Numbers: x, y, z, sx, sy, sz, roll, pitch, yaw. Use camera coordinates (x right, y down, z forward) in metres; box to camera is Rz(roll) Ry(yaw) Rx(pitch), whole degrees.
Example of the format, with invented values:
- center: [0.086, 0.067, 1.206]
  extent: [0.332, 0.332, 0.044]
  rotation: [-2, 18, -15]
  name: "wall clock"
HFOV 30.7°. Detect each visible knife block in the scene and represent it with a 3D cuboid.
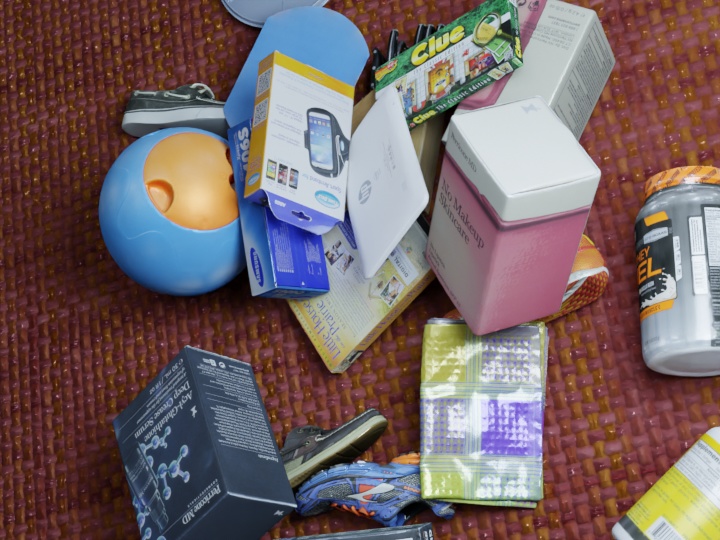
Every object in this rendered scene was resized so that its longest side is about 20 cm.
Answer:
- center: [0.072, -0.193, 1.582]
  extent: [0.175, 0.064, 0.201]
  rotation: [-40, 63, 6]
  name: "knife block"

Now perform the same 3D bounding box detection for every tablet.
- center: [0.020, -0.101, 1.463]
  extent: [0.130, 0.014, 0.201]
  rotation: [-53, 33, 33]
  name: "tablet"

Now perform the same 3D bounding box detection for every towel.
- center: [0.133, 0.151, 1.419]
  extent: [0.142, 0.023, 0.203]
  rotation: [5, 80, -8]
  name: "towel"

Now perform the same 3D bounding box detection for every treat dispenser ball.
- center: [-0.213, -0.070, 1.575]
  extent: [0.198, 0.201, 0.203]
  rotation: [-7, 70, 19]
  name: "treat dispenser ball"

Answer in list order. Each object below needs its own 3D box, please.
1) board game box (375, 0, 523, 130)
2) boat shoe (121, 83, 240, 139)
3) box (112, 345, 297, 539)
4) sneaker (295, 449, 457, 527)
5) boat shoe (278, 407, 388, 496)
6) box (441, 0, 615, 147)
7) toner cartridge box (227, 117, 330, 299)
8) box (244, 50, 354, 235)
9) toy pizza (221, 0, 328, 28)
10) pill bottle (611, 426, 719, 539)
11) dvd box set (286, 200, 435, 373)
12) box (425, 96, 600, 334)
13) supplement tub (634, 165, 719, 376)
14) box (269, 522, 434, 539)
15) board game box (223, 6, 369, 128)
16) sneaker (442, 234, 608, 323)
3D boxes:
- center: [0.097, -0.230, 1.490]
  extent: [0.199, 0.023, 0.106]
  rotation: [-28, 46, 33]
  name: "board game box"
- center: [-0.222, -0.211, 1.700]
  extent: [0.198, 0.071, 0.064]
  rotation: [3, 74, 24]
  name: "boat shoe"
- center: [-0.179, 0.216, 1.475]
  extent: [0.148, 0.106, 0.201]
  rotation: [-44, 49, 25]
  name: "box"
- center: [0.018, 0.250, 1.449]
  extent: [0.198, 0.075, 0.079]
  rotation: [-13, 71, 18]
  name: "sneaker"
- center: [-0.062, 0.207, 1.493]
  extent: [0.199, 0.073, 0.065]
  rotation: [-34, 69, 8]
  name: "boat shoe"
- center: [0.195, -0.196, 1.501]
  extent: [0.108, 0.128, 0.202]
  rotation: [23, 81, 27]
  name: "box"
- center: [-0.095, -0.070, 1.523]
  extent: [0.043, 0.094, 0.203]
  rotation: [-20, 74, 38]
  name: "toner cartridge box"
- center: [-0.069, -0.138, 1.505]
  extent: [0.041, 0.118, 0.202]
  rotation: [-21, 56, 49]
  name: "box"
- center: [-0.100, -0.411, 1.744]
  extent: [0.198, 0.032, 0.203]
  rotation: [-6, 71, 19]
  name: "toy pizza"
- center: [0.356, 0.230, 1.299]
  extent: [0.200, 0.114, 0.114]
  rotation: [-45, 63, 1]
  name: "pill bottle"
- center: [0.000, 0.000, 1.526]
  extent: [0.200, 0.029, 0.147]
  rotation: [-47, 60, 23]
  name: "dvd box set"
- center: [0.150, -0.055, 1.344]
  extent: [0.108, 0.201, 0.128]
  rotation: [-14, 49, -20]
  name: "box"
- center: [0.351, 0.001, 1.376]
  extent: [0.121, 0.123, 0.203]
  rotation: [-7, 69, 19]
  name: "supplement tub"
- center: [-0.011, 0.364, 1.414]
  extent: [0.198, 0.046, 0.161]
  rotation: [-10, 84, 18]
  name: "box"
- center: [-0.073, -0.229, 1.634]
  extent: [0.157, 0.039, 0.202]
  rotation: [21, 80, 24]
  name: "board game box"
- center: [0.180, 0.027, 1.473]
  extent: [0.198, 0.073, 0.078]
  rotation: [-23, 49, 5]
  name: "sneaker"
